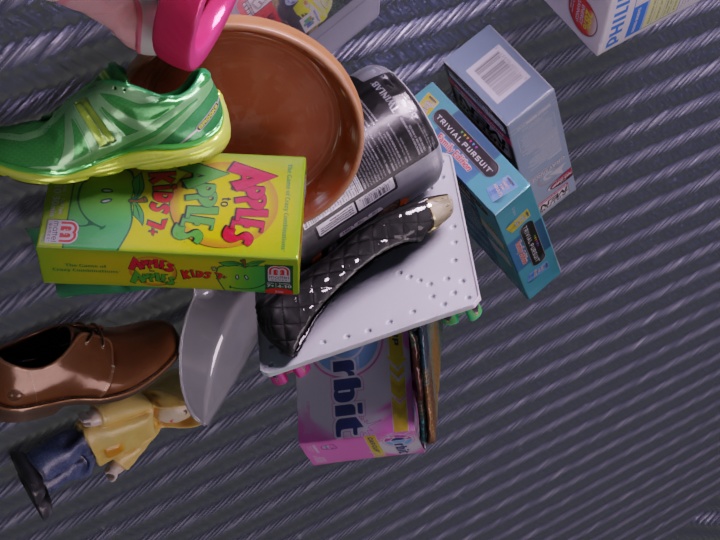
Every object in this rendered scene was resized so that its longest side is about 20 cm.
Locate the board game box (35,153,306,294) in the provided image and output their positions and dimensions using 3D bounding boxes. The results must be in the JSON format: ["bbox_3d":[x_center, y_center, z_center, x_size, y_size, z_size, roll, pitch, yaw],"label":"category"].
[{"bbox_3d":[-0.144,-0.040,1.343,0.198,0.102,0.048,2,143,0],"label":"board game box"}]

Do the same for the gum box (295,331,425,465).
[{"bbox_3d":[-0.003,0.079,1.686,0.112,0.202,0.066,-8,155,9],"label":"gum box"}]

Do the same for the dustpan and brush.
[{"bbox_3d":[-0.137,0.033,1.599,0.201,0.057,0.140,95,20,-53],"label":"dustpan and brush"}]

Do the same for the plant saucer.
[{"bbox_3d":[-0.095,-0.115,1.371,0.198,0.032,0.202,2,129,2],"label":"plant saucer"}]

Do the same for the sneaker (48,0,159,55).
[{"bbox_3d":[-0.181,-0.209,1.205,0.200,0.104,0.076,121,-20,-82],"label":"sneaker"}]

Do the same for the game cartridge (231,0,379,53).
[{"bbox_3d":[-0.052,-0.229,1.367,0.133,0.041,0.200,-42,153,-6],"label":"game cartridge"}]

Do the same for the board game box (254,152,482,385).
[{"bbox_3d":[0.002,-0.002,1.527,0.198,0.201,0.026,-19,132,10],"label":"board game box"}]

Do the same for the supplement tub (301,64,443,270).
[{"bbox_3d":[-0.037,-0.080,1.505,0.199,0.123,0.123,-33,152,-13],"label":"supplement tub"}]

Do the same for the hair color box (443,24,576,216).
[{"bbox_3d":[0.147,-0.138,1.677,0.060,0.099,0.200,-38,152,-5],"label":"hair color box"}]

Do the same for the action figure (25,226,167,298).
[{"bbox_3d":[-0.158,-0.015,1.407,0.198,0.055,0.118,1,156,10],"label":"action figure"}]

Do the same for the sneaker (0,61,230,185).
[{"bbox_3d":[-0.199,-0.113,1.305,0.198,0.074,0.084,-11,105,-15],"label":"sneaker"}]

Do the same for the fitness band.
[{"bbox_3d":[-0.092,-0.235,1.198,0.144,0.037,0.202,-80,-168,-85],"label":"fitness band"}]

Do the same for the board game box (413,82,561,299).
[{"bbox_3d":[0.119,-0.074,1.678,0.047,0.151,0.200,-39,153,-4],"label":"board game box"}]

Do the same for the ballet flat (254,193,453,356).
[{"bbox_3d":[0.000,0.000,1.478,0.199,0.057,0.066,-35,171,-6],"label":"ballet flat"}]

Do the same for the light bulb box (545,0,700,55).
[{"bbox_3d":[0.260,-0.329,1.516,0.199,0.125,0.199,-28,151,-21],"label":"light bulb box"}]

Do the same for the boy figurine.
[{"bbox_3d":[-0.236,0.162,1.672,0.199,0.065,0.125,-27,147,-18],"label":"boy figurine"}]

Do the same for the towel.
[{"bbox_3d":[0.062,0.048,1.659,0.021,0.201,0.148,-3,125,7],"label":"towel"}]

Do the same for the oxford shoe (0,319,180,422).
[{"bbox_3d":[-0.240,0.074,1.536,0.199,0.071,0.072,-18,136,-38],"label":"oxford shoe"}]
